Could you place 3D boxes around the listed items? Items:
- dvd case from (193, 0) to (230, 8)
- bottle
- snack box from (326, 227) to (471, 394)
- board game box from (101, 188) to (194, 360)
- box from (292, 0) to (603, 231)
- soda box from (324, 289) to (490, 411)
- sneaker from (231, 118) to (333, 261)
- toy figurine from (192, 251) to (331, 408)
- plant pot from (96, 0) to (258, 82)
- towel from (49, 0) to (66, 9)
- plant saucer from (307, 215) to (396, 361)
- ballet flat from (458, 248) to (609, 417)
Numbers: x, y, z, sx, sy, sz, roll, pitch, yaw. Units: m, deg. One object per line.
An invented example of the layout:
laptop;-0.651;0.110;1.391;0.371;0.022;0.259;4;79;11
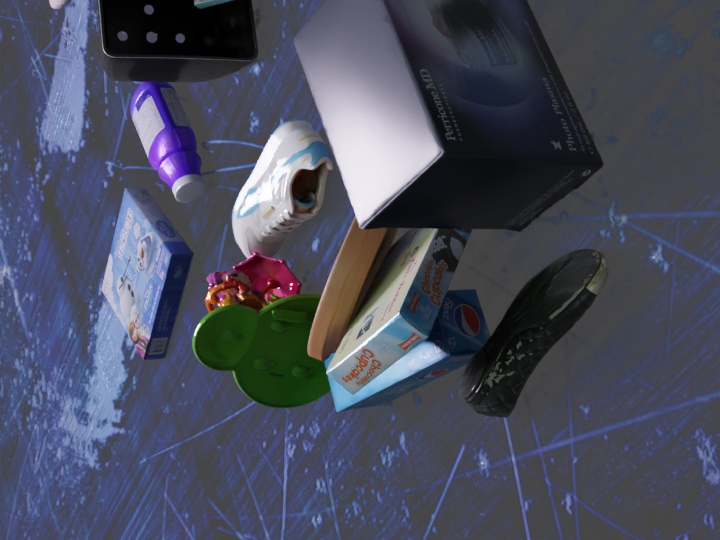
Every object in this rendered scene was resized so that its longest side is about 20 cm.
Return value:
dvd case;-0.153;-0.444;1.155;0.145;0.022;0.201;-10;84;15
bottle;-0.283;-0.190;1.358;0.084;0.065;0.200;-54;52;39
snack box;0.044;0.015;0.864;0.037;0.200;0.116;39;132;-9
board game box;-0.346;0.004;1.465;0.199;0.043;0.201;47;127;42
box;0.075;-0.147;0.795;0.123;0.198;0.201;-41;61;45
soda box;0.045;0.086;0.953;0.200;0.064;0.068;-34;65;47
sneaker;-0.097;-0.082;1.118;0.081;0.076;0.200;53;132;33
toy figurine;-0.126;0.047;1.093;0.151;0.199;0.184;-65;32;18
plant pot;-0.269;-0.352;1.243;0.177;0.199;0.201;160;104;-65
towel;-0.540;-0.616;1.696;0.200;0.032;0.192;-28;69;48
plant saucer;0.000;0.000;0.934;0.032;0.200;0.201;23;116;5
ballet flat;0.160;0.057;0.829;0.200;0.057;0.067;-55;23;32
